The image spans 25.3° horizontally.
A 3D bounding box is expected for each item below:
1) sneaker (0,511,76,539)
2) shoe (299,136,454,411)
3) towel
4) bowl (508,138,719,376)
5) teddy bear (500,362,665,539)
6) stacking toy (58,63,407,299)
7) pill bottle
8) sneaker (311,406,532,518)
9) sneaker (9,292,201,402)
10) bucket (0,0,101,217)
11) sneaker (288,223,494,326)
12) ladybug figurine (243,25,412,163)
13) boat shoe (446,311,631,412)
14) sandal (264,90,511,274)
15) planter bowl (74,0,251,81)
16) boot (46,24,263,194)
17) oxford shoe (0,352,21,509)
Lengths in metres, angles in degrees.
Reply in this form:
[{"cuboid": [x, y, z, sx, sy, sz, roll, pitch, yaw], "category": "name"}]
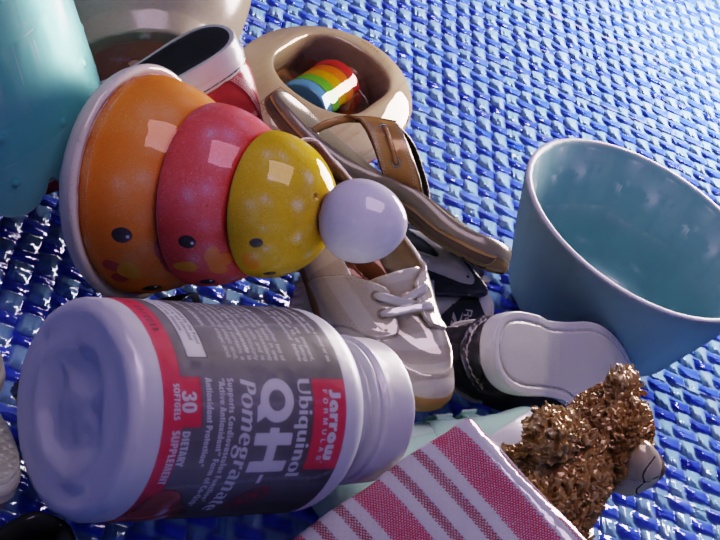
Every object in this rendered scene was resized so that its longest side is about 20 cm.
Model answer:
[{"cuboid": [-0.208, 0.169, 0.726, 0.076, 0.088, 0.200, 38, 35, 14], "category": "sneaker"}, {"cuboid": [0.000, 0.000, 0.995, 0.070, 0.054, 0.201, -13, 56, -32], "category": "shoe"}, {"cuboid": [0.027, 0.183, 0.842, 0.199, 0.030, 0.146, -34, 62, -15], "category": "towel"}, {"cuboid": [0.191, 0.004, 1.210, 0.200, 0.105, 0.201, 20, 35, -14], "category": "bowl"}, {"cuboid": [0.117, 0.138, 0.954, 0.066, 0.146, 0.199, 14, 20, 42], "category": "teddy bear"}, {"cuboid": [-0.065, -0.042, 0.951, 0.199, 0.147, 0.146, 9, 25, 27], "category": "stacking toy"}, {"cuboid": [-0.069, 0.073, 0.841, 0.199, 0.111, 0.111, 4, 41, -43], "category": "pill bottle"}, {"cuboid": [0.032, 0.100, 1.002, 0.118, 0.074, 0.200, 42, 35, 23], "category": "sneaker"}, {"cuboid": [-0.139, 0.071, 0.940, 0.200, 0.066, 0.079, -51, 123, -67], "category": "sneaker"}, {"cuboid": [-0.261, -0.133, 0.967, 0.205, 0.135, 0.208, -5, 41, 4], "category": "bucket"}, {"cuboid": [0.030, 0.028, 1.084, 0.129, 0.080, 0.199, 25, 23, 10], "category": "sneaker"}, {"cuboid": [-0.038, -0.123, 1.236, 0.135, 0.072, 0.200, 37, 35, 11], "category": "ladybug figurine"}, {"cuboid": [0.122, 0.071, 1.096, 0.199, 0.060, 0.075, 14, 74, -51], "category": "boat shoe"}, {"cuboid": [0.025, -0.069, 1.084, 0.199, 0.054, 0.080, 34, 7, 9], "category": "sandal"}, {"cuboid": [-0.166, -0.187, 1.140, 0.199, 0.200, 0.136, 6, 59, -30], "category": "planter bowl"}, {"cuboid": [-0.148, -0.058, 1.079, 0.199, 0.145, 0.072, -27, 37, -9], "category": "boot"}, {"cuboid": [-0.227, 0.079, 0.862, 0.075, 0.058, 0.200, 11, 24, -27], "category": "oxford shoe"}]
